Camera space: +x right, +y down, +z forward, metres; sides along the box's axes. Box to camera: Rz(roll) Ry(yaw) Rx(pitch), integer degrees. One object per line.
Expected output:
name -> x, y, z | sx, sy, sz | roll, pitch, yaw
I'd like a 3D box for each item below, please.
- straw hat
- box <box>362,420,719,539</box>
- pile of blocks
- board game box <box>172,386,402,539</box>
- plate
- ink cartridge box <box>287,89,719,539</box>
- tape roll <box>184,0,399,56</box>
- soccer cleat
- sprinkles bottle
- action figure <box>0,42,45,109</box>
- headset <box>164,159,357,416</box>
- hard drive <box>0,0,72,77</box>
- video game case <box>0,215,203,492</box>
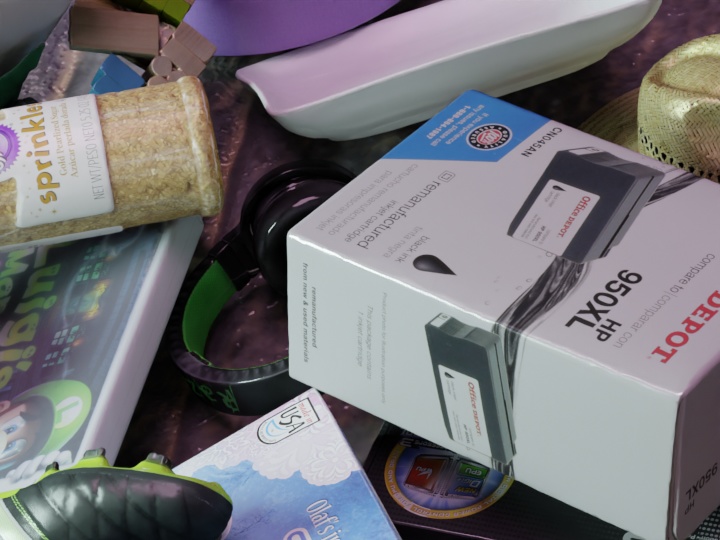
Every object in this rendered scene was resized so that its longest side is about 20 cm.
straw hat -> 0.178, -0.066, 1.362 | 0.200, 0.085, 0.202 | -7, 43, 6
box -> 0.112, 0.080, 1.255 | 0.199, 0.044, 0.161 | 9, 46, 22
pile of blocks -> -0.115, -0.092, 1.435 | 0.082, 0.062, 0.201 | 8, 69, -17
board game box -> -0.070, 0.156, 1.160 | 0.198, 0.043, 0.200 | -29, 31, -2
plate -> 0.042, -0.108, 1.429 | 0.199, 0.032, 0.200 | -19, 13, -5
ink cartridge box -> 0.089, 0.015, 1.214 | 0.199, 0.085, 0.145 | 23, 42, 29
tape roll -> -0.053, -0.203, 1.567 | 0.199, 0.066, 0.201 | -8, 39, 6
soccer cleat -> -0.143, 0.125, 1.174 | 0.199, 0.068, 0.081 | -10, 62, 23
sprinkles bottle -> -0.166, -0.041, 1.307 | 0.199, 0.068, 0.068 | -10, 42, -7
action figure -> -0.239, -0.033, 1.384 | 0.200, 0.118, 0.055 | -27, 63, -34
headset -> 0.000, 0.000, 1.356 | 0.200, 0.094, 0.123 | -42, 36, -12
hard drive -> -0.216, -0.098, 1.395 | 0.132, 0.200, 0.026 | -21, 70, -43
video game case -> -0.177, 0.057, 1.323 | 0.181, 0.023, 0.200 | -13, 38, 28
